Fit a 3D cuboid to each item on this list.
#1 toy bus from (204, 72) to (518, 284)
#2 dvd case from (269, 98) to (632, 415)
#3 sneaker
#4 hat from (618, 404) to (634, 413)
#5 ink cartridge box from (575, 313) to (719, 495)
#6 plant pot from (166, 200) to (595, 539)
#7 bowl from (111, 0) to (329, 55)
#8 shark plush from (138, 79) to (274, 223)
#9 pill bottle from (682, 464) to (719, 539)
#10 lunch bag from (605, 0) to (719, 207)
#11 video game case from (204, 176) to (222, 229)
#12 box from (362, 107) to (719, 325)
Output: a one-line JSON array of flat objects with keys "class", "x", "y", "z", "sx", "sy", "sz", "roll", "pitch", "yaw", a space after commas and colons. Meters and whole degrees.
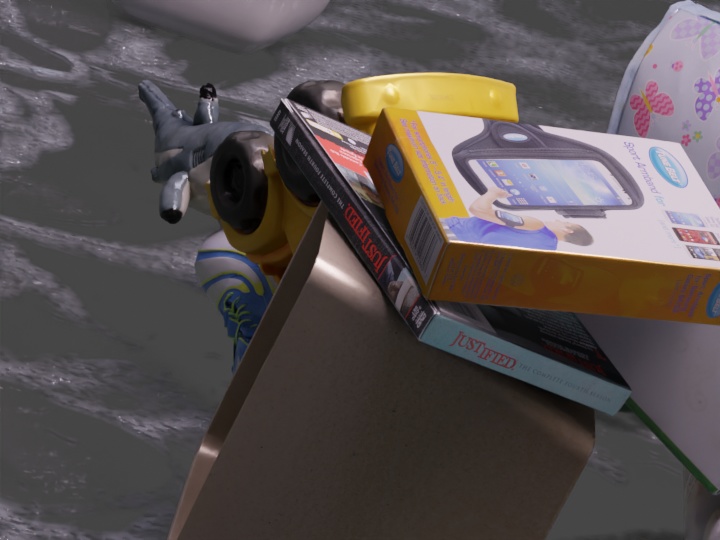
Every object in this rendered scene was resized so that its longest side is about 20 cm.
[{"class": "toy bus", "x": 0.010, "y": -0.007, "z": 1.702, "sx": 0.135, "sy": 0.193, "sz": 0.200, "roll": -2, "pitch": -14, "yaw": -34}, {"class": "dvd case", "x": 0.045, "y": -0.009, "z": 1.491, "sx": 0.145, "sy": 0.022, "sz": 0.200, "roll": 22, "pitch": 21, "yaw": -39}, {"class": "sneaker", "x": -0.056, "y": 0.030, "z": 1.793, "sx": 0.199, "sy": 0.076, "sz": 0.105, "roll": 30, "pitch": 25, "yaw": 37}, {"class": "hat", "x": 0.176, "y": 0.090, "z": 1.887, "sx": 0.164, "sy": 0.177, "sz": 0.200, "roll": 7, "pitch": -18, "yaw": -14}, {"class": "ink cartridge box", "x": 0.177, "y": 0.023, "z": 1.627, "sx": 0.147, "sy": 0.083, "sz": 0.200, "roll": 46, "pitch": 12, "yaw": -8}, {"class": "plant pot", "x": 0.019, "y": 0.088, "z": 1.527, "sx": 0.176, "sy": 0.201, "sz": 0.200, "roll": 26, "pitch": 18, "yaw": -5}, {"class": "bowl", "x": -0.130, "y": -0.256, "z": 2.564, "sx": 0.199, "sy": 0.075, "sz": 0.200, "roll": 19, "pitch": 20, "yaw": 12}, {"class": "shark plush", "x": -0.110, "y": -0.096, "z": 2.103, "sx": 0.090, "sy": 0.084, "sz": 0.200, "roll": 8, "pitch": 20, "yaw": -18}, {"class": "pill bottle", "x": 0.242, "y": 0.137, "z": 1.646, "sx": 0.113, "sy": 0.114, "sz": 0.200, "roll": 15, "pitch": 18, "yaw": 2}, {"class": "lunch bag", "x": 0.283, "y": -0.087, "z": 2.189, "sx": 0.169, "sy": 0.201, "sz": 0.127, "roll": 27, "pitch": 23, "yaw": 36}, {"class": "video game case", "x": 0.000, "y": 0.000, "z": 1.884, "sx": 0.199, "sy": 0.018, "sz": 0.143, "roll": 19, "pitch": -19, "yaw": 15}, {"class": "box", "x": 0.111, "y": -0.026, "z": 1.450, "sx": 0.199, "sy": 0.042, "sz": 0.119, "roll": 4, "pitch": 35, "yaw": -22}]
